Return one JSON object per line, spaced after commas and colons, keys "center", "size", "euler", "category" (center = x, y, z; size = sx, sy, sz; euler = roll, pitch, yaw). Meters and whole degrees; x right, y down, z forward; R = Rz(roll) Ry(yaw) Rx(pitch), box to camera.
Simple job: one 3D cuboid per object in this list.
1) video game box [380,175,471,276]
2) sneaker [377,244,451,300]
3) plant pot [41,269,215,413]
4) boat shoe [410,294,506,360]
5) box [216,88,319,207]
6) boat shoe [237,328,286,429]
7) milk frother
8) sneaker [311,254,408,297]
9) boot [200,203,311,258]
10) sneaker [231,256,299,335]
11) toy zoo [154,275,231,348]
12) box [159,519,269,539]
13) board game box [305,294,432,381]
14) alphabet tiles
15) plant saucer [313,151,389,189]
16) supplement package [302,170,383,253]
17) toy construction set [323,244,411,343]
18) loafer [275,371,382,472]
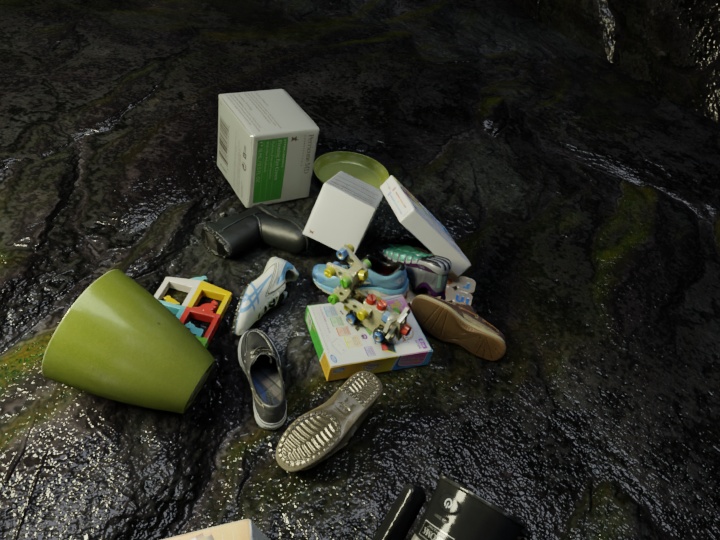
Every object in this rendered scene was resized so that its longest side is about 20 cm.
{"center": [0.138, -0.099, 1.224], "size": [0.200, 0.047, 0.182], "euler": [40, 18, -29], "category": "video game box"}
{"center": [0.102, 0.002, 1.175], "size": [0.074, 0.088, 0.200], "euler": [-10, 20, -34], "category": "sneaker"}
{"center": [-0.333, 0.128, 0.864], "size": [0.200, 0.187, 0.187], "euler": [29, 41, -4], "category": "plant pot"}
{"center": [0.193, 0.100, 1.102], "size": [0.200, 0.072, 0.072], "euler": [27, 33, 6], "category": "boat shoe"}
{"center": [-0.225, -0.291, 1.337], "size": [0.171, 0.199, 0.200], "euler": [-16, 50, -30], "category": "box"}
{"center": [-0.162, 0.163, 0.933], "size": [0.070, 0.066, 0.200], "euler": [-2, 43, -17], "category": "boat shoe"}
{"center": [0.127, 0.384, 0.717], "size": [0.200, 0.180, 0.188], "euler": [35, 76, -16], "category": "milk frother"}
{"center": [0.000, 0.000, 1.139], "size": [0.199, 0.090, 0.078], "euler": [3, 41, 3], "category": "sneaker"}
{"center": [-0.223, -0.070, 1.182], "size": [0.198, 0.074, 0.162], "euler": [31, 41, 30], "category": "boot"}
{"center": [-0.178, 0.048, 1.062], "size": [0.072, 0.072, 0.200], "euler": [26, 45, 3], "category": "sneaker"}
{"center": [-0.319, 0.077, 1.026], "size": [0.131, 0.020, 0.200], "euler": [14, 41, 1], "category": "toy zoo"}
{"center": [-0.195, 0.375, 0.596], "size": [0.199, 0.106, 0.153], "euler": [-13, 53, -3], "category": "box"}
{"center": [0.013, 0.120, 1.050], "size": [0.199, 0.040, 0.153], "euler": [-5, 43, -20], "category": "board game box"}
{"center": [0.146, 0.023, 1.217], "size": [0.200, 0.015, 0.196], "euler": [19, 40, 7], "category": "alphabet tiles"}
{"center": [-0.025, -0.246, 1.469], "size": [0.199, 0.031, 0.200], "euler": [7, 41, -7], "category": "plant saucer"}
{"center": [-0.030, -0.126, 1.203], "size": [0.117, 0.117, 0.200], "euler": [26, 19, -1], "category": "supplement package"}
{"center": [0.020, 0.055, 0.992], "size": [0.092, 0.131, 0.200], "euler": [-23, 52, -34], "category": "toy construction set"}
{"center": [-0.042, 0.243, 0.878], "size": [0.200, 0.068, 0.076], "euler": [-36, 57, -23], "category": "loafer"}
